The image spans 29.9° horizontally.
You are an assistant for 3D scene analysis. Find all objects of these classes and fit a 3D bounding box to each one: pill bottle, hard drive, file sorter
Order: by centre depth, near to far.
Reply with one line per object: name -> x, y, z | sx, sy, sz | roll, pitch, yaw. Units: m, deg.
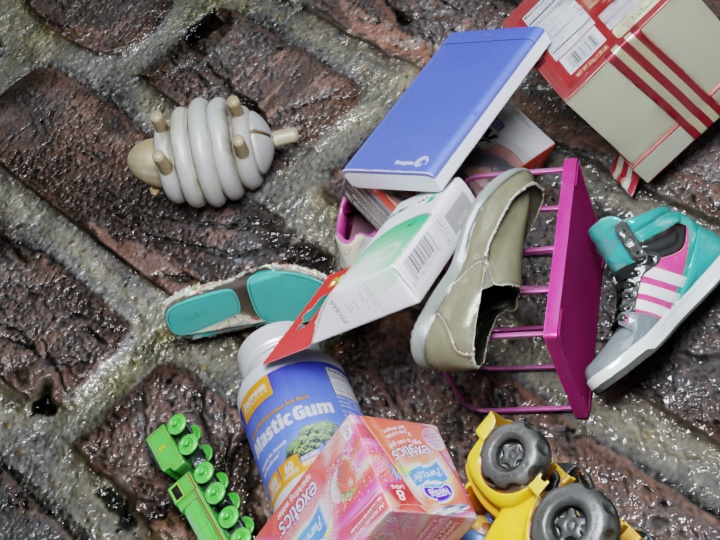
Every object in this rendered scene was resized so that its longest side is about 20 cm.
file sorter -> 0.151, 0.019, 1.279 | 0.125, 0.139, 0.201 | -3, 53, 22
pill bottle -> -0.054, 0.146, 1.283 | 0.112, 0.112, 0.201 | -27, 49, 1
hard drive -> 0.083, -0.158, 1.308 | 0.131, 0.025, 0.200 | 7, 53, 50

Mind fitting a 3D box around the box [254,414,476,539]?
box -> -0.006, 0.228, 1.137 | 0.200, 0.094, 0.103 | -54, 42, 30

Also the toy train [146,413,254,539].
toy train -> -0.154, 0.220, 1.317 | 0.056, 0.042, 0.200 | -40, 49, 3

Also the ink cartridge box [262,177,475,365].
ink cartridge box -> 0.000, 0.000, 1.250 | 0.199, 0.050, 0.161 | -21, 21, 37

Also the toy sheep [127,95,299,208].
toy sheep -> -0.168, -0.137, 1.540 | 0.198, 0.138, 0.139 | -6, 51, 4

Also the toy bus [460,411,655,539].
toy bus -> 0.135, 0.248, 1.128 | 0.192, 0.136, 0.200 | -47, 47, 4

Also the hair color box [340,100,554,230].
hair color box -> 0.091, -0.106, 1.393 | 0.200, 0.064, 0.111 | -35, 72, -28

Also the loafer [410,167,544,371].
loafer -> 0.117, 0.005, 1.174 | 0.069, 0.075, 0.201 | 19, 76, 33

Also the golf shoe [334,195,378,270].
golf shoe -> 0.021, -0.074, 1.439 | 0.075, 0.092, 0.201 | -3, 52, 23

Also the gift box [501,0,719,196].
gift box -> 0.277, -0.204, 1.348 | 0.184, 0.186, 0.201 | -41, 43, 19

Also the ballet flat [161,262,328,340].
ballet flat -> -0.115, 0.026, 1.437 | 0.198, 0.076, 0.064 | -7, 18, 11

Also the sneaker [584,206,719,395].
sneaker -> 0.248, 0.012, 1.251 | 0.121, 0.084, 0.200 | 44, 69, 8
